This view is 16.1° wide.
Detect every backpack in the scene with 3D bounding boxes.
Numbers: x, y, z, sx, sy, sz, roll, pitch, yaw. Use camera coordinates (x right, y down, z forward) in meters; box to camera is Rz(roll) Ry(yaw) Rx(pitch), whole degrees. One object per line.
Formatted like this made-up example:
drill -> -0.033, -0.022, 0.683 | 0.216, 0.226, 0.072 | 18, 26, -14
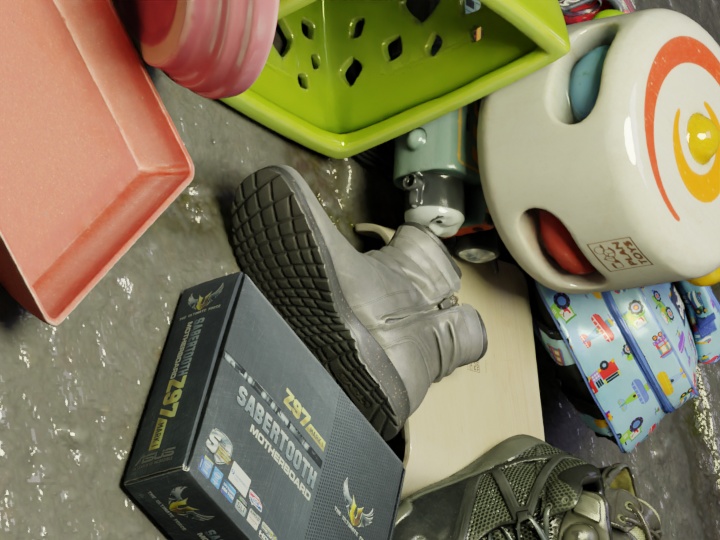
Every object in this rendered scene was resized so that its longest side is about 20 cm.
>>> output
backpack -> 0.192, 0.028, 1.873 | 0.183, 0.134, 0.200 | 62, 9, -21

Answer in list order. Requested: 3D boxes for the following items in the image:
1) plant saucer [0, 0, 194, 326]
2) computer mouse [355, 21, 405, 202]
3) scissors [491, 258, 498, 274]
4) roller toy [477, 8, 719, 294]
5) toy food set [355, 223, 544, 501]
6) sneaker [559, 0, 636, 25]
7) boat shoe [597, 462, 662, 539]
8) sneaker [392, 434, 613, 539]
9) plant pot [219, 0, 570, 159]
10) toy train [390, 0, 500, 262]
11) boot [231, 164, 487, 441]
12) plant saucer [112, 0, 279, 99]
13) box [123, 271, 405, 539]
plant saucer -> -0.188, -0.094, 1.436 | 0.200, 0.037, 0.200 | 64, 30, -18
computer mouse -> 0.047, -0.136, 1.846 | 0.140, 0.046, 0.201 | 47, 39, -38
scissors -> 0.082, -0.082, 1.847 | 0.200, 0.014, 0.073 | -94, 175, -53
roller toy -> 0.180, -0.078, 1.718 | 0.182, 0.139, 0.201 | -15, 95, -53
toy food set -> 0.056, 0.072, 1.762 | 0.143, 0.060, 0.201 | 16, 61, -44
sneaker -> 0.129, -0.223, 1.909 | 0.199, 0.081, 0.075 | 12, 42, -31
boat shoe -> 0.183, 0.188, 1.833 | 0.072, 0.066, 0.201 | 56, 7, -17
sneaker -> 0.089, 0.178, 1.655 | 0.199, 0.114, 0.077 | -29, 116, -35
plant pot -> -0.003, -0.213, 1.656 | 0.199, 0.199, 0.182 | 28, 47, -51
toy train -> 0.069, -0.109, 1.767 | 0.114, 0.085, 0.201 | 23, 64, -46
boot -> 0.000, 0.000, 1.652 | 0.132, 0.070, 0.201 | -43, 115, -45
plant saucer -> -0.110, -0.199, 1.500 | 0.051, 0.200, 0.202 | -12, 86, -25
box -> -0.053, 0.124, 1.544 | 0.200, 0.051, 0.158 | 53, 35, -33
